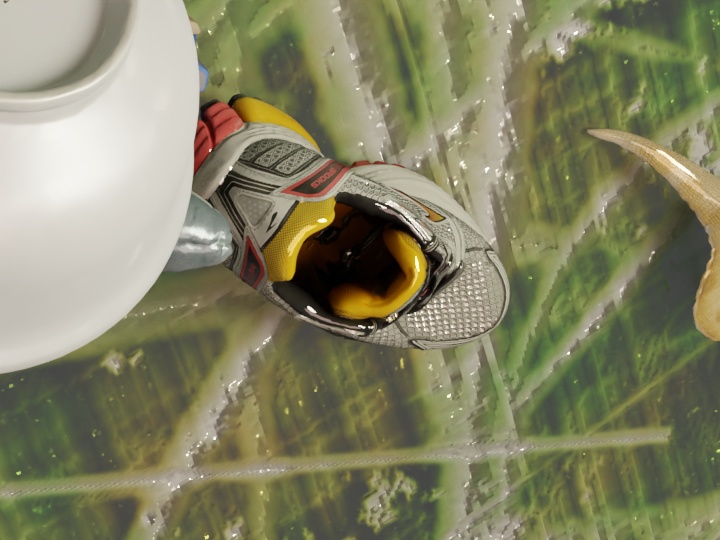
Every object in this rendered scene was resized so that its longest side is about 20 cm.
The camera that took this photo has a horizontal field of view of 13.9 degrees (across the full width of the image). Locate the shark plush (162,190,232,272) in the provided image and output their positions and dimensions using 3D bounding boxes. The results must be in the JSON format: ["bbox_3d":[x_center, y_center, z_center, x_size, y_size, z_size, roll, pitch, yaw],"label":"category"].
[{"bbox_3d":[-0.140,-0.039,1.007,0.200,0.083,0.091,20,107,-42],"label":"shark plush"}]

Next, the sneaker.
[{"bbox_3d":[0.000,0.000,1.172,0.200,0.082,0.078,21,107,-53],"label":"sneaker"}]

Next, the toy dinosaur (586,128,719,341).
[{"bbox_3d":[0.183,-0.014,1.312,0.101,0.058,0.200,-40,134,-3],"label":"toy dinosaur"}]

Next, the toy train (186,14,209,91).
[{"bbox_3d":[-0.059,-0.130,1.086,0.046,0.034,0.200,-2,121,-46],"label":"toy train"}]

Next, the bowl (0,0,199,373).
[{"bbox_3d":[-0.130,-0.074,0.948,0.201,0.201,0.090,-6,158,-31],"label":"bowl"}]
